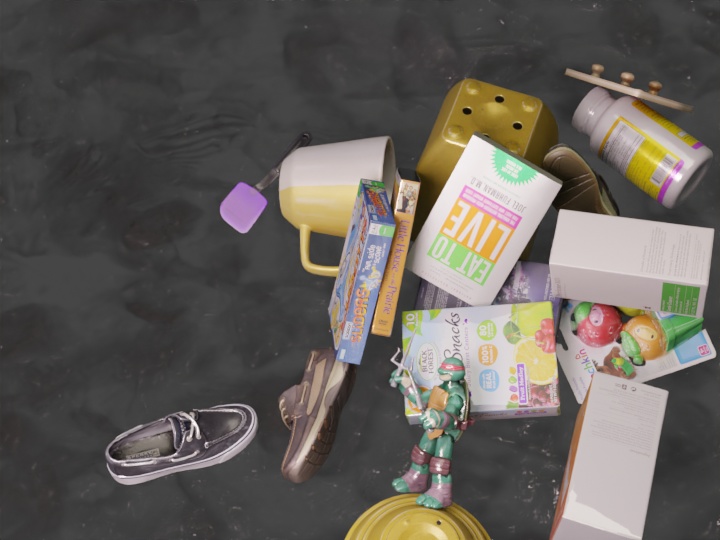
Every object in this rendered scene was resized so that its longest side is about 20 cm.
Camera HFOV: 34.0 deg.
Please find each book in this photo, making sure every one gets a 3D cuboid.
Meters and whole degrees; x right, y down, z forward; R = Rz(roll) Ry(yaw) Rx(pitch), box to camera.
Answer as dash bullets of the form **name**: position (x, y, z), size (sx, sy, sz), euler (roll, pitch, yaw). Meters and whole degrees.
- **book**: position (0.159, -0.063, 1.549), size (0.133, 0.201, 0.048), euler (30, 20, 4)

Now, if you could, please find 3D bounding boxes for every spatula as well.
- **spatula**: position (-0.133, -0.139, 1.736), size (0.056, 0.021, 0.200), euler (36, 60, 5)

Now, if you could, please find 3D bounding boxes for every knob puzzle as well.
- **knob puzzle**: position (0.401, -0.275, 1.741), size (0.217, 0.220, 0.031), euler (20, 103, 10)

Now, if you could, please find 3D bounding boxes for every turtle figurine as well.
- **turtle figurine**: position (0.089, 0.178, 1.435), size (0.099, 0.150, 0.203), euler (6, 94, -10)

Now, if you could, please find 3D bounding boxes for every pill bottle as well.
- **pill bottle**: position (0.411, -0.187, 1.734), size (0.104, 0.105, 0.200), euler (-40, 67, -23)

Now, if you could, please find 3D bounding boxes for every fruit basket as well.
- **fruit basket**: position (0.350, 0.065, 1.582), size (0.198, 0.094, 0.187), euler (-15, 59, -7)

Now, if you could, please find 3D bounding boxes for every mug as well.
- **mug**: position (-0.036, -0.103, 1.646), size (0.151, 0.151, 0.187), euler (2, 39, 9)

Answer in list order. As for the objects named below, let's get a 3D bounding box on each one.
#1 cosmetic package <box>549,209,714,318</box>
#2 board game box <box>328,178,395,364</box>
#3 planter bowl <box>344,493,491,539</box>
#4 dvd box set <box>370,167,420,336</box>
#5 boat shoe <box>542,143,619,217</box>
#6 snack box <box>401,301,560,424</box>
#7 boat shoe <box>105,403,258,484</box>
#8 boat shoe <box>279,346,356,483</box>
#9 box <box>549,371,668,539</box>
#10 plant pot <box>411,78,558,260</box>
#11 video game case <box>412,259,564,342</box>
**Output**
- **cosmetic package**: position (0.349, -0.009, 1.520), size (0.198, 0.108, 0.086), euler (7, 66, 17)
- **board game box**: position (0.000, 0.000, 1.524), size (0.034, 0.202, 0.136), euler (9, 25, -11)
- **planter bowl**: position (0.072, 0.346, 1.401), size (0.198, 0.084, 0.202), euler (1, 58, -1)
- **dvd box set**: position (0.044, -0.028, 1.542), size (0.029, 0.146, 0.202), euler (10, 101, -2)
- **boat shoe**: position (0.311, -0.107, 1.649), size (0.071, 0.201, 0.066), euler (-23, 37, 25)
- **snack box**: position (0.156, 0.121, 1.532), size (0.197, 0.053, 0.144), euler (-4, 68, 7)
- **boat shoe**: position (-0.225, 0.210, 1.487), size (0.198, 0.068, 0.072), euler (-15, 59, -11)
- **boat shoe**: position (-0.066, 0.184, 1.514), size (0.072, 0.075, 0.201), euler (11, 49, 17)
- **box**: position (0.303, 0.248, 1.445), size (0.096, 0.125, 0.201), euler (15, 58, 8)
- **plant pot**: position (0.175, -0.152, 1.649), size (0.192, 0.201, 0.197), euler (18, 58, 10)
- **video game case**: position (0.174, 0.048, 1.598), size (0.198, 0.019, 0.144), euler (9, 69, 13)
